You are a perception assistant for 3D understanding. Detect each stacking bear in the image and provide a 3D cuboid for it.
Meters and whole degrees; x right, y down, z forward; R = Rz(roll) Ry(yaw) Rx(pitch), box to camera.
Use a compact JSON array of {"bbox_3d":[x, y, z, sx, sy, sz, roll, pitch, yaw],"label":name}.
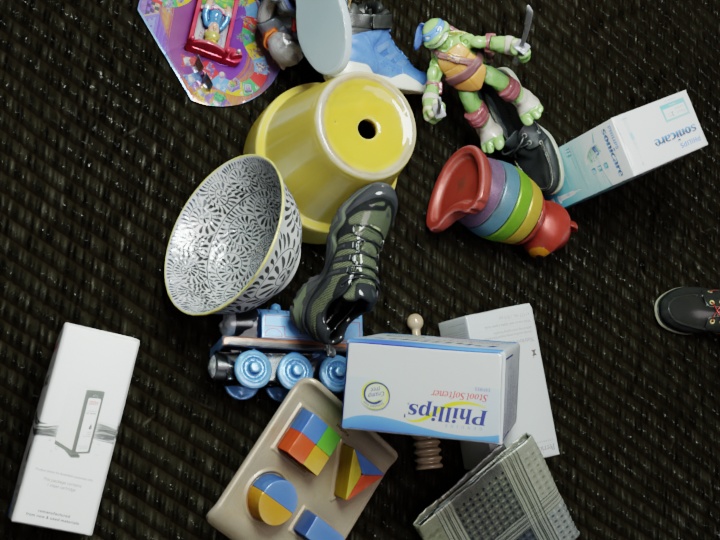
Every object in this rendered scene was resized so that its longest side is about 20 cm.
[{"bbox_3d":[0.207,-0.081,1.315,0.198,0.121,0.115,24,61,-27],"label":"stacking bear"}]

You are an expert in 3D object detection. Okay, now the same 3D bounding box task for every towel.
[{"bbox_3d":[0.174,0.322,1.210,0.191,0.034,0.202,-34,119,-12],"label":"towel"}]

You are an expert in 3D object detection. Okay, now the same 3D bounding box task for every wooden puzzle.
[{"bbox_3d":[-0.057,0.256,1.119,0.185,0.046,0.201,45,74,-31],"label":"wooden puzzle"}]

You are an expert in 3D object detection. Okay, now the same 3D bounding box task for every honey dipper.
[{"bbox_3d":[0.078,0.157,1.250,0.037,0.038,0.203,-1,76,-23],"label":"honey dipper"}]

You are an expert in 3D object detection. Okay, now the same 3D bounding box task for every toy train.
[{"bbox_3d":[-0.088,0.097,1.164,0.197,0.087,0.116,5,68,-20],"label":"toy train"}]

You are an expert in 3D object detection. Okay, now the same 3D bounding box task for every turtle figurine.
[{"bbox_3d":[0.156,-0.229,1.223,0.193,0.199,0.145,38,80,-39],"label":"turtle figurine"}]

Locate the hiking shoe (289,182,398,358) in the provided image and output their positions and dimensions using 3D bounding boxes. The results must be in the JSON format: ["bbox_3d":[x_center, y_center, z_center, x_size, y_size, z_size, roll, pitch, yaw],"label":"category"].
[{"bbox_3d":[0.000,0.000,1.093,0.075,0.100,0.202,19,102,-41],"label":"hiking shoe"}]

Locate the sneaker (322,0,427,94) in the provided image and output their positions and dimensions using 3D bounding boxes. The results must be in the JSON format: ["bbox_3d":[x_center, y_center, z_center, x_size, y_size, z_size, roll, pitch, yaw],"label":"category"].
[{"bbox_3d":[0.033,-0.296,1.263,0.198,0.076,0.113,1,96,-43],"label":"sneaker"}]

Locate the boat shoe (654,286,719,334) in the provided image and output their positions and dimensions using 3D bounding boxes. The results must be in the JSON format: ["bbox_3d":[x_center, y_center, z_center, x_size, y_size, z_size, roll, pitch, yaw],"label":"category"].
[{"bbox_3d":[0.540,0.060,1.454,0.198,0.063,0.075,4,80,-21],"label":"boat shoe"}]

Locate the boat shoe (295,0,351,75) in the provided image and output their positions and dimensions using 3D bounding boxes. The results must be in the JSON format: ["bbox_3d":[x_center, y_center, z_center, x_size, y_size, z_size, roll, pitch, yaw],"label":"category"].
[{"bbox_3d":[-0.035,-0.330,1.158,0.090,0.070,0.203,-1,75,-58],"label":"boat shoe"}]

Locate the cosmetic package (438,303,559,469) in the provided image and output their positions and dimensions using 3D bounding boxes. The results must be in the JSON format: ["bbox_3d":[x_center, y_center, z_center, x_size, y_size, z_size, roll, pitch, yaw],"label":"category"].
[{"bbox_3d":[0.183,0.156,1.268,0.111,0.081,0.203,-9,83,-26],"label":"cosmetic package"}]

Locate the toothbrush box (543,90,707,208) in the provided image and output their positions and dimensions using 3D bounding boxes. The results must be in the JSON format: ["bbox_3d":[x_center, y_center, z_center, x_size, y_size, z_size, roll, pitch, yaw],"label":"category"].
[{"bbox_3d":[0.359,-0.163,1.343,0.145,0.200,0.086,-22,89,-25],"label":"toothbrush box"}]

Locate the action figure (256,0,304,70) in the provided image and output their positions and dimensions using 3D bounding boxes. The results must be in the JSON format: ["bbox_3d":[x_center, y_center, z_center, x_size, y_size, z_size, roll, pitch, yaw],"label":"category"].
[{"bbox_3d":[-0.084,-0.353,1.258,0.199,0.103,0.197,27,62,-56],"label":"action figure"}]

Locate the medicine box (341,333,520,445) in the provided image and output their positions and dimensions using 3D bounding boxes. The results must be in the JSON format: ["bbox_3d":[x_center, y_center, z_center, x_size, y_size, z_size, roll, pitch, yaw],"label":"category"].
[{"bbox_3d":[0.090,0.134,1.124,0.179,0.200,0.105,3,89,14],"label":"medicine box"}]

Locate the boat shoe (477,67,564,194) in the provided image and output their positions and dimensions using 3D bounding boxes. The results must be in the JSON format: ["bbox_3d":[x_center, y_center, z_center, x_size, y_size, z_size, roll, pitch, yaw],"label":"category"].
[{"bbox_3d":[0.218,-0.194,1.346,0.066,0.074,0.202,-15,80,-42],"label":"boat shoe"}]

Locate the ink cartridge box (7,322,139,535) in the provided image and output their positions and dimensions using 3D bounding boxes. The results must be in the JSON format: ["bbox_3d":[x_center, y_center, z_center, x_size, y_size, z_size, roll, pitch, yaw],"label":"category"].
[{"bbox_3d":[-0.306,0.170,1.016,0.083,0.146,0.203,16,73,-18],"label":"ink cartridge box"}]

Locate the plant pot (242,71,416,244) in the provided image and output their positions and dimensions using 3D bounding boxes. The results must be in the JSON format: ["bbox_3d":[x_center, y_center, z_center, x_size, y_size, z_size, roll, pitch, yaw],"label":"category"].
[{"bbox_3d":[-0.027,-0.149,1.179,0.198,0.188,0.204,5,78,-23],"label":"plant pot"}]

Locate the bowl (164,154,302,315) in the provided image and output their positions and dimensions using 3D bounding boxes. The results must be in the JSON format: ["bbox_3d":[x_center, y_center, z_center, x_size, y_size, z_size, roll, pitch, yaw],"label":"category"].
[{"bbox_3d":[-0.132,-0.025,1.130,0.094,0.199,0.203,32,67,-42],"label":"bowl"}]

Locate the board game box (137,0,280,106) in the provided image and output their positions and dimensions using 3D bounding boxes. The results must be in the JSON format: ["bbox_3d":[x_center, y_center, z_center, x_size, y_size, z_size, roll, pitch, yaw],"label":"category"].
[{"bbox_3d":[-0.182,-0.315,1.225,0.157,0.039,0.202,-32,94,-25],"label":"board game box"}]
